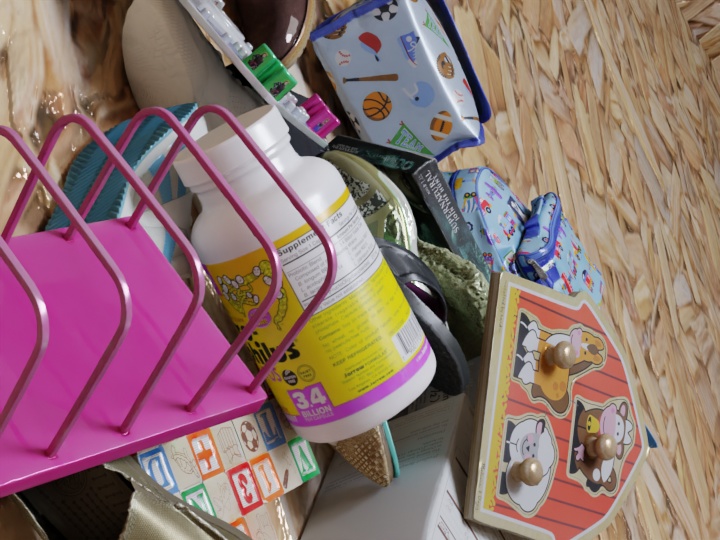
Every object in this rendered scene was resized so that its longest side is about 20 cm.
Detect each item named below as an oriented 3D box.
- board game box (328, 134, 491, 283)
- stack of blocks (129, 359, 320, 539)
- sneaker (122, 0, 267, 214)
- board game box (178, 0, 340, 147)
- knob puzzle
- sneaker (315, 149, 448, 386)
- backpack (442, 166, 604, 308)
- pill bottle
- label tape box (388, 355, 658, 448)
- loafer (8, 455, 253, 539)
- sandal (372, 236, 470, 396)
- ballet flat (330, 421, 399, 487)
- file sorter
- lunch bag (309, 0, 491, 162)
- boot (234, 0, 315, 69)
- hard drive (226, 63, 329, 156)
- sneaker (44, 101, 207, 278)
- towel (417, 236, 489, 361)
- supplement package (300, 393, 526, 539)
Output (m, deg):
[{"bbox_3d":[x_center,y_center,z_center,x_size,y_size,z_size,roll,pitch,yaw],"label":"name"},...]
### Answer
[{"bbox_3d":[0.053,-0.021,1.307,0.028,0.135,0.200,-42,122,-20],"label":"board game box"},{"bbox_3d":[-0.098,0.127,0.930,0.200,0.059,0.115,-16,84,-67],"label":"stack of blocks"},{"bbox_3d":[-0.099,-0.116,1.102,0.088,0.075,0.200,-38,117,-33],"label":"sneaker"},{"bbox_3d":[-0.098,-0.183,1.112,0.200,0.026,0.200,49,4,9],"label":"board game box"},{"bbox_3d":[0.158,0.110,1.116,0.219,0.030,0.220,7,80,-46],"label":"knob puzzle"},{"bbox_3d":[0.000,0.000,1.170,0.089,0.077,0.200,-12,75,-50],"label":"sneaker"},{"bbox_3d":[0.132,-0.016,1.481,0.200,0.134,0.183,60,23,-11],"label":"backpack"},{"bbox_3d":[-0.039,0.001,0.964,0.200,0.104,0.104,62,23,-14],"label":"pill bottle"},{"bbox_3d":[0.114,0.140,1.205,0.143,0.200,0.066,54,28,-29],"label":"label tape box"},{"bbox_3d":[-0.114,0.147,0.789,0.200,0.076,0.067,37,8,3],"label":"loafer"},{"bbox_3d":[0.016,0.001,1.046,0.048,0.075,0.200,-45,102,-25],"label":"sandal"},{"bbox_3d":[-0.029,0.064,1.085,0.071,0.065,0.200,108,-33,-63],"label":"ballet flat"},{"bbox_3d":[-0.131,0.003,0.761,0.200,0.125,0.139,-14,58,-48],"label":"file sorter"},{"bbox_3d":[0.044,-0.188,1.466,0.170,0.124,0.200,64,9,-9],"label":"lunch bag"},{"bbox_3d":[-0.119,-0.269,1.269,0.166,0.072,0.200,26,46,-41],"label":"boot"},{"bbox_3d":[-0.056,-0.054,1.218,0.140,0.038,0.200,14,56,-63],"label":"hard drive"},{"bbox_3d":[-0.141,-0.035,0.978,0.081,0.076,0.200,62,29,-31],"label":"sneaker"},{"bbox_3d":[0.065,0.027,1.266,0.200,0.036,0.148,29,-25,54],"label":"towel"},{"bbox_3d":[0.038,0.200,1.090,0.117,0.117,0.200,60,24,-18],"label":"supplement package"}]
